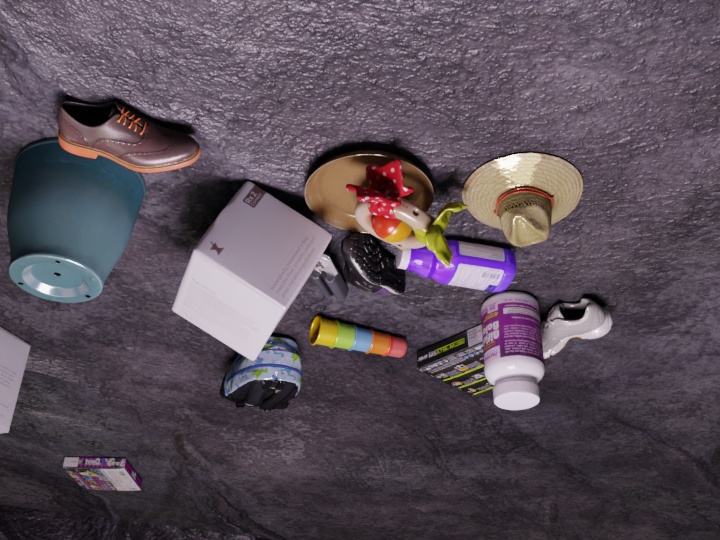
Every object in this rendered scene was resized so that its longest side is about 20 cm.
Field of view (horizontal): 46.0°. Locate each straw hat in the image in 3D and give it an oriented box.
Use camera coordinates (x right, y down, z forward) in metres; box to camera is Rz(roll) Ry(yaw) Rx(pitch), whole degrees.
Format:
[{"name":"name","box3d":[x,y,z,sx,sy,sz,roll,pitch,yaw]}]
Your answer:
[{"name":"straw hat","box3d":[0.254,-0.084,1.305,0.200,0.086,0.201,2,149,1]}]

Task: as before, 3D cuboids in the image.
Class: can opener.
[{"name":"can opener","box3d":[-0.055,-0.003,1.477,0.052,0.067,0.200,17,160,16]}]

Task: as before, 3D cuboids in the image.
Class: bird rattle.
[{"name":"bird rattle","box3d":[0.054,-0.076,1.274,0.199,0.113,0.163,21,160,-23]}]

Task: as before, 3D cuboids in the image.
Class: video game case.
[{"name":"video game case","box3d":[-0.755,0.600,2.495,0.180,0.036,0.200,0,148,2]}]

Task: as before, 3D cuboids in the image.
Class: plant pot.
[{"name":"plant pot","box3d":[-0.437,-0.062,1.277,0.199,0.189,0.200,1,148,0]},{"name":"plant pot","box3d":[0.013,-0.124,1.309,0.199,0.028,0.200,1,148,0]}]

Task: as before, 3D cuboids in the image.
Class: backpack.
[{"name":"backpack","box3d":[-0.197,0.219,1.779,0.162,0.155,0.200,13,168,-13]}]

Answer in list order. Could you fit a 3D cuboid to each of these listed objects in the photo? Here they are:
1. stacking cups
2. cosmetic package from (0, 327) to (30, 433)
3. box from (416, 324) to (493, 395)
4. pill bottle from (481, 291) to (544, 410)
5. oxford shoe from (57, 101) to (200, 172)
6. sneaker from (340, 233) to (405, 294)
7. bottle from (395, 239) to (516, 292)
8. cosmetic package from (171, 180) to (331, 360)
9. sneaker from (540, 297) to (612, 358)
[{"name":"stacking cups","box3d":[-0.003,0.143,1.704,0.199,0.061,0.061,16,145,-22]},{"name":"cosmetic package","box3d":[-0.814,0.221,1.735,0.166,0.201,0.166,-13,146,22]},{"name":"box","box3d":[0.253,0.190,1.785,0.193,0.048,0.200,26,140,-37]},{"name":"pill bottle","box3d":[0.282,0.150,1.570,0.111,0.201,0.113,1,148,1]},{"name":"oxford shoe","box3d":[-0.323,-0.189,1.181,0.199,0.072,0.073,7,143,-8]},{"name":"sneaker","box3d":[0.000,0.000,1.451,0.087,0.076,0.200,-7,156,26]},{"name":"bottle","box3d":[0.161,-0.012,1.444,0.199,0.066,0.084,8,147,-10]},{"name":"cosmetic package","box3d":[-0.175,0.004,1.350,0.165,0.165,0.200,33,144,-3]},{"name":"sneaker","box3d":[0.374,0.103,1.626,0.199,0.076,0.092,-27,131,26]}]
